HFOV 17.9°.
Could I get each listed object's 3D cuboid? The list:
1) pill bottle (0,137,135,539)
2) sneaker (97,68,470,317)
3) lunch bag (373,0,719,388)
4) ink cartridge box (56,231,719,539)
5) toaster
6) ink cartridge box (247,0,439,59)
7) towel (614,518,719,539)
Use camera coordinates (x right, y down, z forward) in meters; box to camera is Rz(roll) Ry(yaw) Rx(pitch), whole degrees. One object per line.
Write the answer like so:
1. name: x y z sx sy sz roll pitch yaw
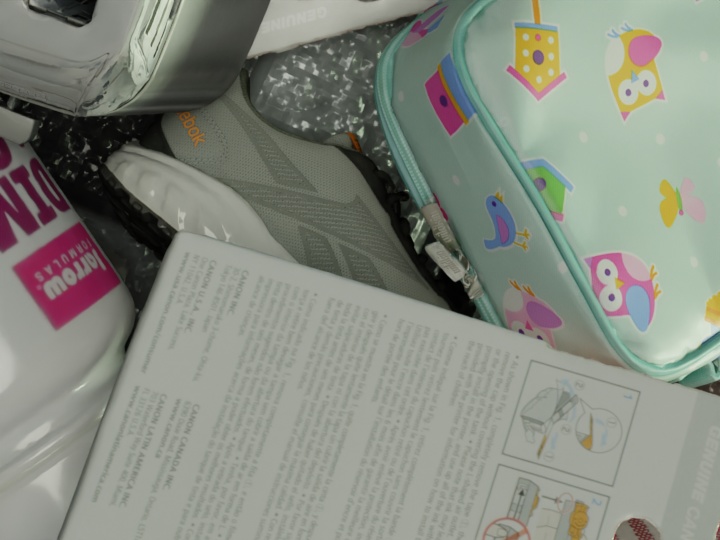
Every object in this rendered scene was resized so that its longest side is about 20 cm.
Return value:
1. pill bottle: -0.151 0.004 0.809 0.113 0.113 0.201 -35 95 -4
2. sneaker: 0.000 0.000 0.832 0.200 0.074 0.079 38 78 10
3. lunch bag: 0.106 -0.048 0.819 0.200 0.077 0.161 -33 99 -33
4. ink cartridge box: 0.006 0.092 0.737 0.199 0.057 0.163 18 69 4
5. toaster: -0.082 -0.142 0.764 0.113 0.129 0.201 21 105 8
6. ink cartridge box: -0.019 -0.191 0.858 0.160 0.050 0.201 -15 102 -6
7. towel: 0.059 0.111 0.814 0.199 0.147 0.030 -7 125 -16
